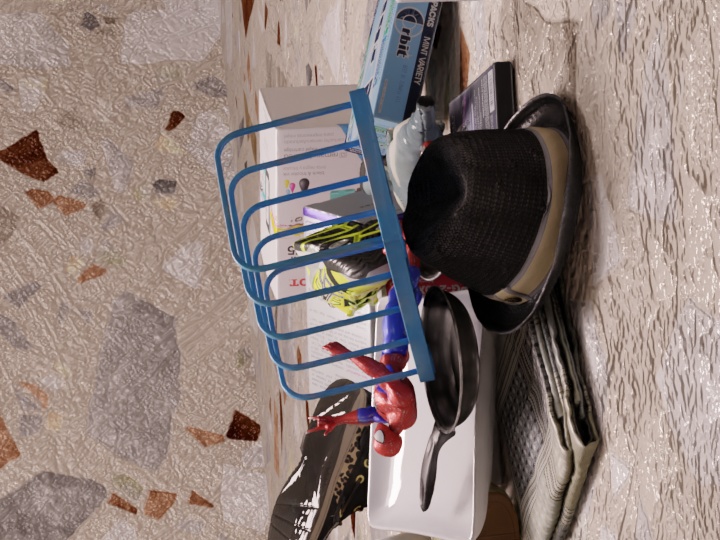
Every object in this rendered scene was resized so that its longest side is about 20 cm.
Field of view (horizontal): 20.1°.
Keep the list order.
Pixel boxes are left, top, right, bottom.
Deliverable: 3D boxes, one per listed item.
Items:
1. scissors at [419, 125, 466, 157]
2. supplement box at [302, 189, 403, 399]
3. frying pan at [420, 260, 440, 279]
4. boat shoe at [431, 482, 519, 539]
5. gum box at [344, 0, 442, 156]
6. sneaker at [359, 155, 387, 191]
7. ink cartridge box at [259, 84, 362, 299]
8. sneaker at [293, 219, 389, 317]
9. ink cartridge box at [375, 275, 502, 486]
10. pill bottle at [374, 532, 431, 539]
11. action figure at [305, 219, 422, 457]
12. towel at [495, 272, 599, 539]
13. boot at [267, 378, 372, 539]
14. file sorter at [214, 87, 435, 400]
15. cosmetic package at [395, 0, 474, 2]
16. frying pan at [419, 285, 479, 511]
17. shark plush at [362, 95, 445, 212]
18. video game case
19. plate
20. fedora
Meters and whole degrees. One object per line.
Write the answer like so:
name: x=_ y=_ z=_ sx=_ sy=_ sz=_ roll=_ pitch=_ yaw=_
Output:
scissors: x=0.065 y=-0.073 z=1.622 sx=0.200 sy=0.014 sz=0.073 roll=171 pitch=107 yaw=-82
supplement box: x=0.015 y=0.031 z=1.981 sx=0.103 sy=0.101 sz=0.201 roll=17 pitch=116 yaw=45
frying pan: x=0.080 y=-0.071 z=1.708 sx=0.190 sy=0.031 sz=0.115 roll=120 pitch=147 yaw=-49
boat shoe: x=0.092 y=0.236 z=1.746 sx=0.200 sy=0.073 sz=0.063 roll=96 pitch=165 yaw=-48
gum box: x=0.034 y=-0.207 z=1.955 sx=0.200 sy=0.044 sz=0.171 roll=145 pitch=138 yaw=-81
sneaker: x=0.036 y=-0.031 z=2.063 sx=0.091 sy=0.076 sz=0.201 roll=-148 pitch=52 yaw=-70
ink cartridge box: x=-0.032 y=-0.087 z=2.236 sx=0.146 sy=0.146 sz=0.201 roll=-113 pitch=21 yaw=-65
sneaker: x=0.000 y=0.000 z=1.831 sx=0.077 sy=0.075 sz=0.200 roll=68 pitch=170 yaw=-10
ink cartridge box: x=0.068 y=0.106 z=1.829 sx=0.145 sy=0.083 sz=0.201 roll=128 pitch=140 yaw=-75
pill bottle: x=0.048 y=0.343 z=1.849 sx=0.111 sy=0.110 sz=0.201 roll=118 pitch=139 yaw=-74
action figure: x=0.003 y=0.059 z=1.639 sx=0.065 sy=0.099 sz=0.201 roll=80 pitch=-171 yaw=-58
towel: x=0.134 y=0.102 z=1.555 sx=0.200 sy=0.034 sz=0.193 roll=100 pitch=165 yaw=-53
boot: x=0.004 y=0.216 z=1.924 sx=0.073 sy=0.150 sz=0.201 roll=11 pitch=81 yaw=54
file sorter: x=-0.026 y=-0.011 z=1.532 sx=0.200 sy=0.122 sz=0.139 roll=73 pitch=-176 yaw=-56
cosmetic package: x=0.061 y=-0.341 z=1.762 sx=0.113 sy=0.081 sz=0.201 roll=100 pitch=164 yaw=-57
frying pan: x=0.070 y=0.106 z=1.580 sx=0.115 sy=0.031 sz=0.191 roll=-153 pitch=59 yaw=-75
shark plush: x=0.068 y=-0.097 z=1.831 sx=0.200 sy=0.091 sz=0.084 roll=108 pitch=146 yaw=-55
video game case: x=0.105 y=-0.091 z=1.744 sx=0.200 sy=0.019 sz=0.143 roll=147 pitch=121 yaw=-81
plate: x=0.063 y=0.119 z=1.675 sx=0.200 sy=0.032 sz=0.200 roll=174 pitch=99 yaw=-65
fedora: x=0.087 y=-0.048 z=1.498 sx=0.201 sy=0.091 sz=0.201 roll=-169 pitch=90 yaw=-73
